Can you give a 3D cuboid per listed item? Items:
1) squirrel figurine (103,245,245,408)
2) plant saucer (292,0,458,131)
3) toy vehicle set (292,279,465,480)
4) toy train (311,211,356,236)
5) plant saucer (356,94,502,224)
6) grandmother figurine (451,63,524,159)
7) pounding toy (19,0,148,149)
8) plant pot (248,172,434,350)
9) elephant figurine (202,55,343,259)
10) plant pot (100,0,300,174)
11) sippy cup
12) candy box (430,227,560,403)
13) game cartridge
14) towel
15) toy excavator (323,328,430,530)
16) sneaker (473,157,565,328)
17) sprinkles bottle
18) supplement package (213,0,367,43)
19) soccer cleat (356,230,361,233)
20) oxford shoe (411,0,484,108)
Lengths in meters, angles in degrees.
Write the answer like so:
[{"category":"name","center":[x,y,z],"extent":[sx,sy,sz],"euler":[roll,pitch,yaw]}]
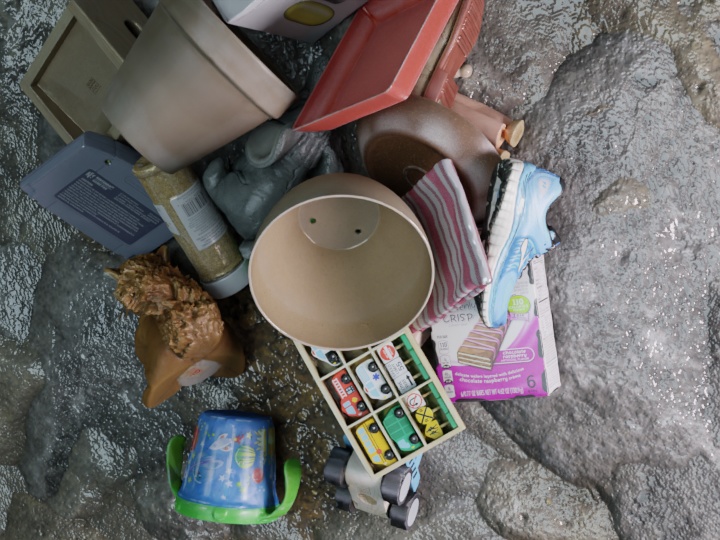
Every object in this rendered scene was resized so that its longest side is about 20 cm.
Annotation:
[{"category":"squirrel figurine","center":[-0.244,0.044,1.639],"extent":[0.187,0.141,0.200],"euler":[60,160,24]},{"category":"plant saucer","center":[0.027,-0.244,1.455],"extent":[0.037,0.200,0.199],"euler":[38,154,-23]},{"category":"toy vehicle set","center":[0.019,0.126,1.504],"extent":[0.124,0.027,0.200],"euler":[-31,82,4]},{"category":"toy train","center":[-0.069,-0.037,1.585],"extent":[0.042,0.056,0.200],"euler":[31,137,-25]},{"category":"plant saucer","center":[0.074,-0.114,1.479],"extent":[0.200,0.037,0.201],"euler":[26,148,17]},{"category":"grandmother figurine","center":[0.091,-0.191,1.515],"extent":[0.200,0.061,0.121],"euler":[27,80,16]},{"category":"pounding toy","center":[-0.316,-0.269,1.658],"extent":[0.200,0.142,0.184],"euler":[50,124,9]},{"category":"plant pot","center":[-0.022,-0.030,1.444],"extent":[0.200,0.135,0.201],"euler":[-1,123,-1]},{"category":"elephant figurine","center":[-0.087,-0.139,1.556],"extent":[0.200,0.141,0.155],"euler":[-44,77,25]},{"category":"plant pot","center":[-0.198,-0.211,1.493],"extent":[0.174,0.200,0.200],"euler":[-43,79,7]},{"category":"sippy cup","center":[-0.164,0.247,1.661],"extent":[0.177,0.140,0.131],"euler":[7,90,-3]},{"category":"candy box","center":[0.151,0.050,1.521],"extent":[0.136,0.061,0.201],"euler":[-7,94,23]},{"category":"game cartridge","center":[-0.313,-0.095,1.648],"extent":[0.133,0.200,0.041],"euler":[-28,48,24]},{"category":"towel","center":[0.076,-0.022,1.460],"extent":[0.200,0.030,0.147],"euler":[-41,65,61]},{"category":"toy excavator","center":[0.037,0.184,1.577],"extent":[0.100,0.200,0.195],"euler":[13,146,20]},{"category":"sneaker","center":[0.177,-0.022,1.426],"extent":[0.090,0.078,0.200],"euler":[7,118,-9]},{"category":"sprinkles bottle","center":[-0.206,-0.061,1.617],"extent":[0.068,0.068,0.200],"euler":[-16,118,25]},{"category":"supplement package","center":[-0.065,-0.379,1.473],"extent":[0.191,0.200,0.147],"euler":[-34,78,24]},{"category":"soccer cleat","center":[0.000,0.000,1.568],"extent":[0.068,0.085,0.201],"euler":[-7,95,25]},{"category":"oxford shoe","center":[0.086,-0.261,1.473],"extent":[0.074,0.071,0.200],"euler":[17,77,21]}]
